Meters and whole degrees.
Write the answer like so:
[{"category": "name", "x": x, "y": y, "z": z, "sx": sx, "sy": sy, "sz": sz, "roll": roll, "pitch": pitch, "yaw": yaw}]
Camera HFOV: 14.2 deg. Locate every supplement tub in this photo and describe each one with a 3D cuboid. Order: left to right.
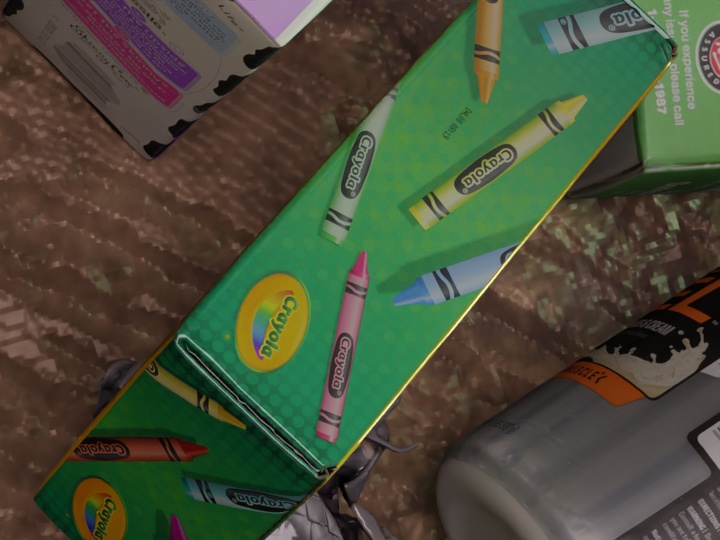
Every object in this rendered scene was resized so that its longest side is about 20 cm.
[{"category": "supplement tub", "x": 0.134, "y": 0.057, "z": 0.907, "sx": 0.199, "sy": 0.123, "sz": 0.123, "roll": -32, "pitch": 92, "yaw": -16}]

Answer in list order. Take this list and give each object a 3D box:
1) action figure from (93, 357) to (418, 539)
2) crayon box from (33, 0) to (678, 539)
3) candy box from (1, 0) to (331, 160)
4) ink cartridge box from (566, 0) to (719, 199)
[{"category": "action figure", "x": -0.059, "y": 0.101, "z": 0.882, "sx": 0.200, "sy": 0.069, "sz": 0.130, "roll": -38, "pitch": 80, "yaw": -20}, {"category": "crayon box", "x": 0.000, "y": 0.000, "z": 0.848, "sx": 0.058, "sy": 0.119, "sz": 0.200, "roll": 42, "pitch": 54, "yaw": -1}, {"category": "candy box", "x": -0.013, "y": -0.127, "z": 0.851, "sx": 0.072, "sy": 0.200, "sz": 0.168, "roll": 45, "pitch": 76, "yaw": -5}, {"category": "ink cartridge box", "x": 0.166, "y": -0.103, "z": 0.953, "sx": 0.199, "sy": 0.084, "sz": 0.147, "roll": -3, "pitch": 84, "yaw": -15}]
